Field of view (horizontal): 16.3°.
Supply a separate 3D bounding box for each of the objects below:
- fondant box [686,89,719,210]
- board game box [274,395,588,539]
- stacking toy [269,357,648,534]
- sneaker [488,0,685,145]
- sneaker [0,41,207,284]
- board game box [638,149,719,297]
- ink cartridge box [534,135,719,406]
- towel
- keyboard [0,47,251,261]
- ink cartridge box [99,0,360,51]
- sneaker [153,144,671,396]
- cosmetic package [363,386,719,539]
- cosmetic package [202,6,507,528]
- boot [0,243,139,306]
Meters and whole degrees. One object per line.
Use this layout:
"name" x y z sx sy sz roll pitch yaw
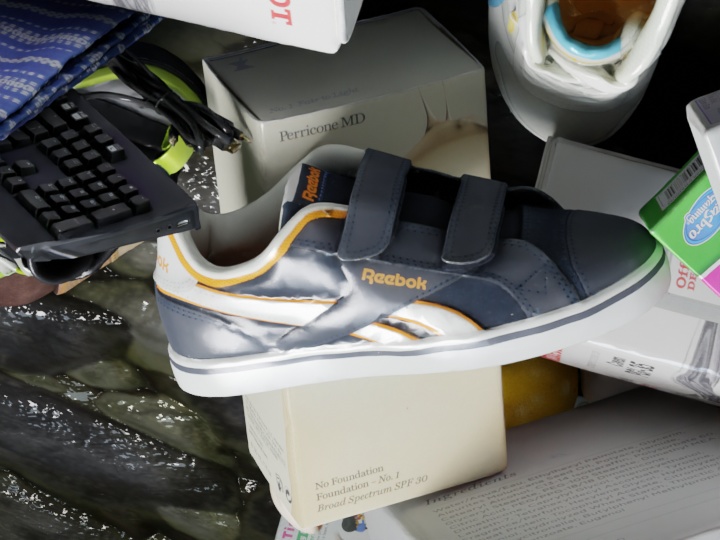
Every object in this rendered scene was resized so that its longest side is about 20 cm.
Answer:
"fondant box" 0.234 -0.022 0.894 0.200 0.058 0.144 -20 102 4
"board game box" 0.063 0.133 1.292 0.200 0.148 0.064 13 158 9
"stacking toy" 0.055 0.052 1.214 0.200 0.146 0.146 -2 147 4
"sneaker" 0.085 -0.100 0.973 0.076 0.081 0.200 14 151 4
"sneaker" -0.146 -0.028 1.077 0.072 0.083 0.200 34 131 -32
"board game box" 0.230 -0.007 0.948 0.200 0.040 0.153 41 100 -8
"ink cartridge box" 0.165 0.015 1.069 0.200 0.083 0.147 15 175 5
"towel" -0.170 -0.104 0.992 0.145 0.200 0.024 19 124 16
"keyboard" -0.125 -0.069 0.989 0.200 0.127 0.021 42 133 38
"ink cartridge box" -0.093 -0.172 0.935 0.200 0.083 0.147 13 149 10
"sneaker" 0.015 -0.006 0.963 0.200 0.078 0.079 -10 113 9
"cosmetic package" 0.115 0.165 1.106 0.165 0.200 0.165 -17 105 -11
"cosmetic package" 0.000 0.000 1.074 0.103 0.073 0.200 -16 123 -16
"boot" -0.190 -0.032 1.173 0.166 0.072 0.200 -19 153 -4
